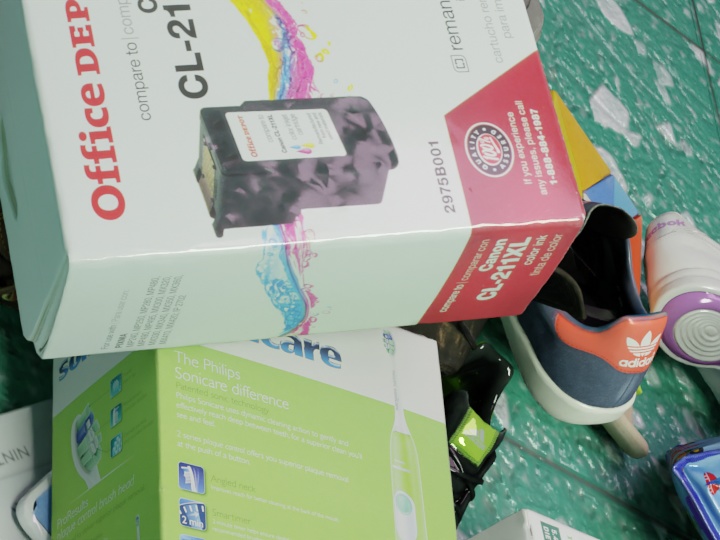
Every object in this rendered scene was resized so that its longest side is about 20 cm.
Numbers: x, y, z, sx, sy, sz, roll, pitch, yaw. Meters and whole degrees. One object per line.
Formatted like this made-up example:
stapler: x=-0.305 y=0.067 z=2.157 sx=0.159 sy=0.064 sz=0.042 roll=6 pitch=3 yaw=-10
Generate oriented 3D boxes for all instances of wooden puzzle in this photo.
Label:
wooden puzzle: x=0.124 y=-0.016 z=1.264 sx=0.185 sy=0.037 sz=0.200 roll=48 pitch=32 yaw=-46

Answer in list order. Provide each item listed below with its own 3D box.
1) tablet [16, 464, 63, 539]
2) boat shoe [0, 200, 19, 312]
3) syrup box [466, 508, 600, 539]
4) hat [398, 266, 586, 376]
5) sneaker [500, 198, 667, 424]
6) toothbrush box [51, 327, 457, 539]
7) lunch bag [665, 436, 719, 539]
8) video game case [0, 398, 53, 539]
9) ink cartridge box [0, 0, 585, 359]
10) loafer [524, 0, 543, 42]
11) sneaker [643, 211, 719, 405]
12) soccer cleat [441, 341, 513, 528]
tablet: x=-0.046 y=0.142 z=0.921 sx=0.200 sy=0.014 sz=0.130 roll=50 pitch=40 yaw=-4
boat shoe: x=-0.155 y=-0.021 z=0.930 sx=0.200 sy=0.070 sz=0.070 roll=36 pitch=28 yaw=-13
syrup box: x=0.126 y=0.193 z=1.091 sx=0.200 sy=0.081 sz=0.079 roll=25 pitch=44 yaw=-37
hat: x=0.000 y=0.000 z=0.990 sx=0.200 sy=0.081 sz=0.201 roll=29 pitch=-5 yaw=3
sneaker: x=0.091 y=-0.022 z=1.109 sx=0.075 sy=0.085 sz=0.200 roll=-11 pitch=55 yaw=-37
toothbrush box: x=-0.040 y=0.110 z=0.871 sx=0.145 sy=0.086 sz=0.200 roll=19 pitch=52 yaw=-33
lunch bag: x=0.251 y=0.179 z=1.231 sx=0.151 sy=0.094 sz=0.200 roll=24 pitch=44 yaw=-83
video game case: x=-0.126 y=0.153 z=0.851 sx=0.182 sy=0.022 sz=0.200 roll=-15 pitch=73 yaw=-56
ink cartridge box: x=-0.034 y=-0.054 z=0.843 sx=0.200 sy=0.083 sz=0.146 roll=-5 pitch=65 yaw=-20
loafer: x=0.055 y=-0.139 z=1.318 sx=0.070 sy=0.070 sz=0.200 roll=57 pitch=31 yaw=-12
sneaker: x=0.236 y=0.035 z=1.370 sx=0.200 sy=0.075 sz=0.100 roll=46 pitch=24 yaw=-43
soccer cleat: x=0.024 y=0.102 z=1.040 sx=0.068 sy=0.081 sz=0.200 roll=44 pitch=33 yaw=-16
